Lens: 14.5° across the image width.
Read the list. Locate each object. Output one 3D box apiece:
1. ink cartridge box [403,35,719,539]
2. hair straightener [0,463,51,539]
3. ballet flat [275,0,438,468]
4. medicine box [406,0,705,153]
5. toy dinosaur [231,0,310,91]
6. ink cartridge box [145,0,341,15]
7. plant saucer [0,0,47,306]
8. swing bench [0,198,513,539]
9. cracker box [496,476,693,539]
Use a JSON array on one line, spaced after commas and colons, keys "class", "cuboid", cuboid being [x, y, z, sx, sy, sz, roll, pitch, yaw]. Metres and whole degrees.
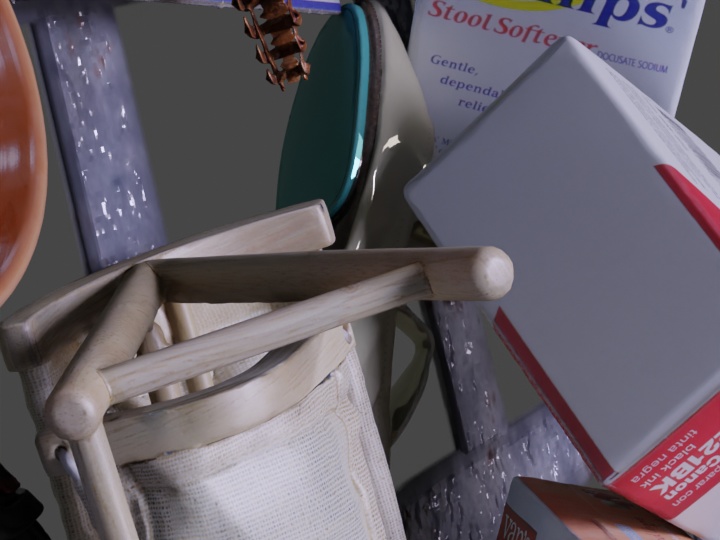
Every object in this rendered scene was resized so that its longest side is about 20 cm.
[{"class": "ink cartridge box", "cuboid": [0.125, 0.025, 0.991, 0.200, 0.084, 0.144, 29, 22, -52]}, {"class": "hair straightener", "cuboid": [-0.136, 0.055, 0.750, 0.200, 0.041, 0.077, 60, 31, -43]}, {"class": "ballet flat", "cuboid": [0.000, 0.000, 1.002, 0.069, 0.069, 0.201, 46, 48, -50]}, {"class": "medicine box", "cuboid": [0.084, -0.120, 1.089, 0.182, 0.103, 0.200, -71, 173, -45]}, {"class": "toy dinosaur", "cuboid": [-0.052, -0.156, 0.845, 0.200, 0.102, 0.136, 48, 17, -11]}, {"class": "ink cartridge box", "cuboid": [-0.079, -0.183, 0.943, 0.198, 0.047, 0.201, -6, 88, -66]}, {"class": "plant saucer", "cuboid": [-0.158, -0.064, 0.690, 0.200, 0.032, 0.201, 37, 37, -34]}, {"class": "swing bench", "cuboid": [-0.021, 0.097, 0.830, 0.200, 0.129, 0.200, -164, -123, -74]}, {"class": "cracker box", "cuboid": [0.069, 0.183, 0.931, 0.134, 0.058, 0.201, -136, -122, -72]}]
